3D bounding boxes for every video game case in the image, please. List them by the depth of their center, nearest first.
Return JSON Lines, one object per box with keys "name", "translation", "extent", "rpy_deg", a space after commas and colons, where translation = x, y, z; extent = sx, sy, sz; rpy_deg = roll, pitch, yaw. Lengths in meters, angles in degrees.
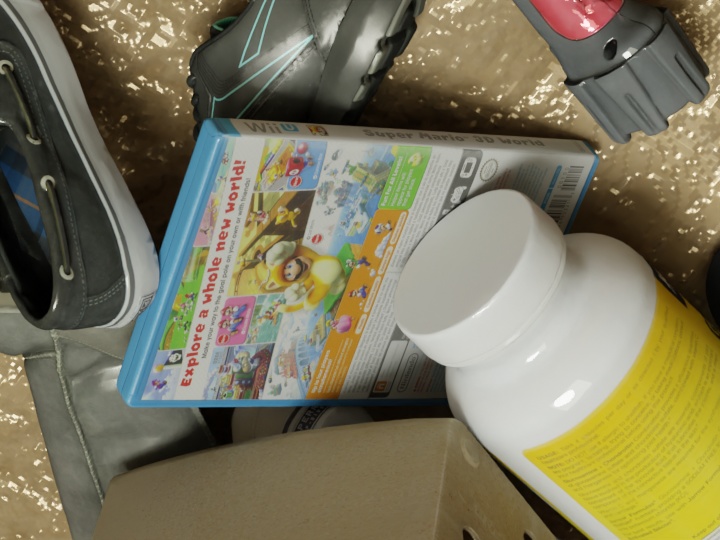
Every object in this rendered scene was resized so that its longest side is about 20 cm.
{"name": "video game case", "translation": [0.000, 0.000, 1.162], "extent": [0.200, 0.018, 0.143], "rpy_deg": [1, 124, -32]}

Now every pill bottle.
{"name": "pill bottle", "translation": [0.110, 0.054, 1.166], "extent": [0.112, 0.112, 0.200], "rpy_deg": [-36, 121, 21]}

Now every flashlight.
{"name": "flashlight", "translation": [0.077, -0.145, 1.108], "extent": [0.068, 0.068, 0.200], "rpy_deg": [-35, 109, 18]}

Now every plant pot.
{"name": "plant pot", "translation": [0.000, 0.180, 1.132], "extent": [0.177, 0.200, 0.200], "rpy_deg": [-29, 115, 24]}

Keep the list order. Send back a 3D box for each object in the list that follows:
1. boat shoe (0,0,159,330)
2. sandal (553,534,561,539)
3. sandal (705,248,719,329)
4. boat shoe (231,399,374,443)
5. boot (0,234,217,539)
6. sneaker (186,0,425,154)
{"name": "boat shoe", "translation": [-0.156, -0.062, 1.121], "extent": [0.069, 0.057, 0.200], "rpy_deg": [-44, 70, 39]}
{"name": "sandal", "translation": [0.118, 0.182, 1.221], "extent": [0.050, 0.203, 0.082], "rpy_deg": [27, 104, -39]}
{"name": "sandal", "translation": [0.225, -0.037, 1.143], "extent": [0.043, 0.076, 0.200], "rpy_deg": [9, 129, -47]}
{"name": "boat shoe", "translation": [-0.010, 0.139, 1.268], "extent": [0.066, 0.072, 0.200], "rpy_deg": [10, 141, 37]}
{"name": "boot", "translation": [-0.147, 0.066, 1.243], "extent": [0.182, 0.073, 0.200], "rpy_deg": [8, 137, 24]}
{"name": "sneaker", "translation": [-0.042, -0.068, 1.166], "extent": [0.079, 0.075, 0.200], "rpy_deg": [30, 112, 6]}
